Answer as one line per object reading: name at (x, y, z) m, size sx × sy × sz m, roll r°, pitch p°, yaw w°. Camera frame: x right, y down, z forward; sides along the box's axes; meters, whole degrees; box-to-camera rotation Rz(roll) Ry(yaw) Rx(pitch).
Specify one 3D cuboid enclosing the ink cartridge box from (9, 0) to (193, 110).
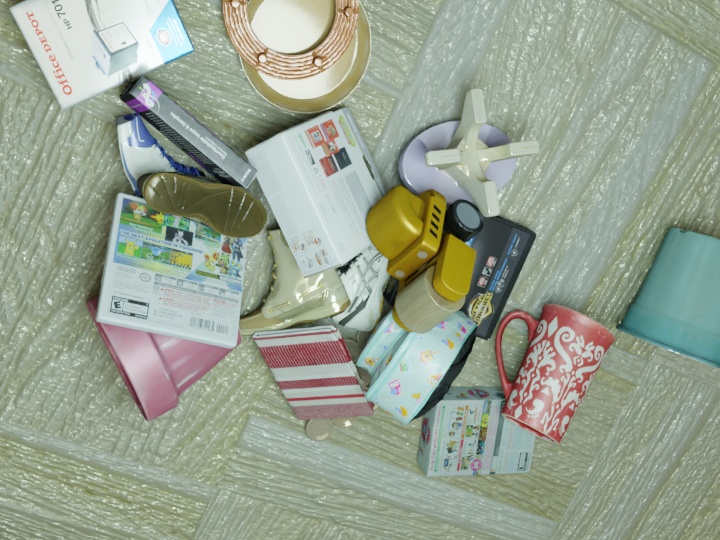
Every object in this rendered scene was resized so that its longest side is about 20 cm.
ink cartridge box at (-0.345, -0.328, 1.148) m, size 0.198 × 0.086 × 0.148 m, roll -26°, pitch 112°, yaw -5°

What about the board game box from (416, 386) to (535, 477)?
board game box at (0.209, 0.284, 1.498) m, size 0.197 × 0.064 × 0.150 m, roll 2°, pitch 107°, yaw -16°

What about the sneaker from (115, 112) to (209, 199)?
sneaker at (-0.281, -0.141, 1.236) m, size 0.114 × 0.081 × 0.202 m, roll -18°, pitch 118°, yaw -11°

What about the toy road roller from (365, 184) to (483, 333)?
toy road roller at (0.077, -0.028, 1.203) m, size 0.145 × 0.202 × 0.123 m, roll 29°, pitch 140°, yaw -18°

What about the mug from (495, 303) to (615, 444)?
mug at (0.312, 0.171, 1.435) m, size 0.133 × 0.176 × 0.202 m, roll 36°, pitch 77°, yaw -44°

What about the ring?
ring at (-0.097, -0.372, 1.200) m, size 0.197 × 0.019 × 0.204 m, roll -4°, pitch 108°, yaw -12°

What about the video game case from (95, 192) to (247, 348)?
video game case at (-0.258, 0.002, 1.187) m, size 0.198 × 0.022 × 0.185 m, roll 15°, pitch 66°, yaw -27°

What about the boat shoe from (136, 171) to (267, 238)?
boat shoe at (-0.221, -0.101, 1.193) m, size 0.198 × 0.065 × 0.074 m, roll 21°, pitch 100°, yaw -42°

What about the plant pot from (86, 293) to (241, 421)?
plant pot at (-0.282, 0.093, 1.258) m, size 0.177 × 0.199 × 0.202 m, roll -28°, pitch 113°, yaw -20°

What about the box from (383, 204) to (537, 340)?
box at (0.164, -0.008, 1.399) m, size 0.196 × 0.050 × 0.202 m, roll 20°, pitch 102°, yaw -20°

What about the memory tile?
memory tile at (-0.027, 0.190, 1.435) m, size 0.198 × 0.017 × 0.155 m, roll -29°, pitch 112°, yaw -3°

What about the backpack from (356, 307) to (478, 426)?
backpack at (0.083, 0.134, 1.305) m, size 0.152 × 0.200 × 0.177 m, roll 35°, pitch 113°, yaw -1°

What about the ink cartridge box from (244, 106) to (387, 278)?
ink cartridge box at (-0.050, -0.119, 1.248) m, size 0.083 × 0.175 × 0.202 m, roll -18°, pitch 101°, yaw 39°

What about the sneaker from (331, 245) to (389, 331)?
sneaker at (0.000, 0.000, 1.347) m, size 0.086 × 0.076 × 0.203 m, roll 8°, pitch 104°, yaw -11°

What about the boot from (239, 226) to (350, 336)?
boot at (-0.128, 0.012, 1.321) m, size 0.197 × 0.073 × 0.158 m, roll -16°, pitch 99°, yaw 15°

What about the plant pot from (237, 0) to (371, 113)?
plant pot at (-0.082, -0.334, 1.241) m, size 0.197 × 0.028 × 0.203 m, roll -4°, pitch 108°, yaw -13°

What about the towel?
towel at (-0.071, 0.163, 1.338) m, size 0.142 × 0.023 × 0.202 m, roll -7°, pitch 129°, yaw 21°

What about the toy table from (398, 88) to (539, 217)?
toy table at (0.168, -0.172, 1.285) m, size 0.198 × 0.117 × 0.186 m, roll -21°, pitch 95°, yaw -18°

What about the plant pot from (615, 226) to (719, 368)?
plant pot at (0.565, 0.042, 1.443) m, size 0.198 × 0.200 × 0.199 m, roll 17°, pitch 96°, yaw -18°

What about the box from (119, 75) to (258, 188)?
box at (-0.242, -0.191, 1.187) m, size 0.200 × 0.143 × 0.036 m, roll 41°, pitch 82°, yaw -22°
